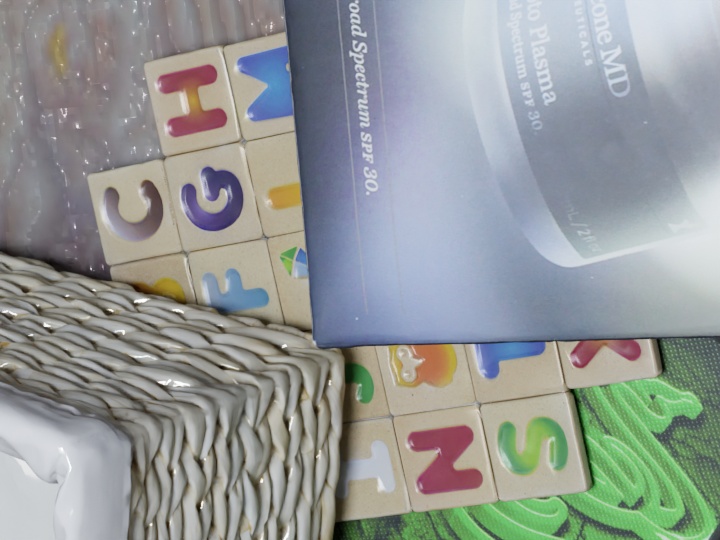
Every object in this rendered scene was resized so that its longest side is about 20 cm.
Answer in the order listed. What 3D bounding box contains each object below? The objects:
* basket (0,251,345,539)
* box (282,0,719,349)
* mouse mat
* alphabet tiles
[{"bbox_3d":[-0.127,0.103,0.917,0.198,0.161,0.201,15,110,29],"label":"basket"},{"bbox_3d":[0.087,-0.086,0.788,0.198,0.123,0.201,-3,98,23],"label":"box"},{"bbox_3d":[0.031,0.045,0.919,0.200,0.008,0.161,38,115,16],"label":"mouse mat"},{"bbox_3d":[0.000,0.000,0.920,0.199,0.006,0.167,-10,95,30],"label":"alphabet tiles"}]
